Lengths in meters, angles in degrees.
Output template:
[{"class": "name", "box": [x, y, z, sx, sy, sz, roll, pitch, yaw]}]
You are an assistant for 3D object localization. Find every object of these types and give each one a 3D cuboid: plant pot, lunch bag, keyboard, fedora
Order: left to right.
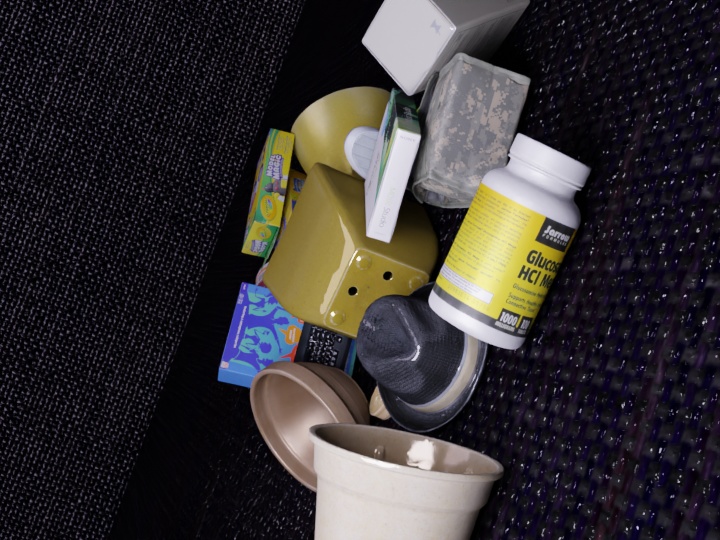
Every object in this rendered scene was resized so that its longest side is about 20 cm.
[{"class": "keyboard", "box": [-0.060, 0.174, 1.544, 0.040, 0.102, 0.204, -36, -38, -71]}, {"class": "plant pot", "box": [-0.051, 0.199, 1.461, 0.092, 0.202, 0.201, -34, -7, -37]}, {"class": "plant pot", "box": [-0.005, -0.180, 1.763, 0.200, 0.197, 0.144, -51, 48, 47]}, {"class": "plant pot", "box": [0.000, 0.000, 1.479, 0.198, 0.191, 0.200, -64, 22, 14]}, {"class": "plant pot", "box": [0.029, 0.266, 1.064, 0.200, 0.197, 0.187, -165, 85, -74]}, {"class": "fedora", "box": [0.057, 0.088, 1.245, 0.200, 0.091, 0.204, -34, 46, 43]}, {"class": "lunch bag", "box": [0.127, -0.173, 1.398, 0.200, 0.115, 0.167, 167, 120, -80]}]

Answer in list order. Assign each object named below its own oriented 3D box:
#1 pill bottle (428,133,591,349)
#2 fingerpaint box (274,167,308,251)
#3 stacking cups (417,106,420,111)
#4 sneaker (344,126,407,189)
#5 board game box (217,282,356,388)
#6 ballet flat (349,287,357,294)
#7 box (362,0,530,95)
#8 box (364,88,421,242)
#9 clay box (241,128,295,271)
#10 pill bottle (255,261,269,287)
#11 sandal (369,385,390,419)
[{"class": "pill bottle", "box": [0.158, -0.032, 1.109, 0.203, 0.111, 0.113, -66, 16, 10]}, {"class": "fingerpaint box", "box": [-0.058, -0.075, 1.787, 0.074, 0.164, 0.201, -61, 17, 23]}, {"class": "stacking cups", "box": [0.131, -0.245, 1.579, 0.200, 0.060, 0.062, -37, 35, 59]}, {"class": "sneaker", "box": [0.028, -0.165, 1.564, 0.071, 0.199, 0.074, 37, 98, 35]}, {"class": "board game box", "box": [-0.103, 0.114, 1.630, 0.045, 0.196, 0.154, 109, 173, -58]}, {"class": "ballet flat", "box": [-0.045, 0.057, 1.736, 0.200, 0.062, 0.070, -44, 60, 55]}, {"class": "box", "box": [0.119, -0.343, 1.475, 0.199, 0.109, 0.128, -29, -17, -45]}, {"class": "box", "box": [0.040, -0.142, 1.400, 0.201, 0.036, 0.147, -94, 19, -67]}, {"class": "clay box", "box": [-0.152, -0.113, 1.744, 0.115, 0.047, 0.203, 123, 158, -60]}, {"class": "pill bottle", "box": [-0.144, 0.082, 1.967, 0.115, 0.112, 0.202, -57, 20, 33]}, {"class": "sandal", "box": [0.046, 0.109, 1.378, 0.213, 0.069, 0.078, -57, 19, 35]}]
